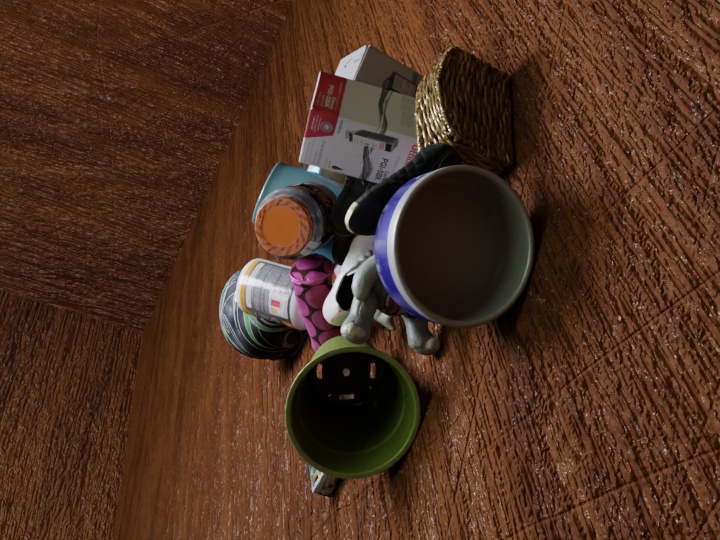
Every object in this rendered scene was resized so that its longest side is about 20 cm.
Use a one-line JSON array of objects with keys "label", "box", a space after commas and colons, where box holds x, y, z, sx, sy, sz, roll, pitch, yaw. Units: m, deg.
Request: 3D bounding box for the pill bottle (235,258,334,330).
[{"label": "pill bottle", "box": [-0.139, 0.052, 1.669, 0.197, 0.116, 0.118, 15, 84, 28]}]

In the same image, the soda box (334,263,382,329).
[{"label": "soda box", "box": [0.005, 0.021, 1.525, 0.069, 0.063, 0.201, -63, 23, 20]}]

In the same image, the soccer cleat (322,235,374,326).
[{"label": "soccer cleat", "box": [0.000, 0.000, 1.384, 0.202, 0.068, 0.085, -61, 8, -22]}]

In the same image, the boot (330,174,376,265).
[{"label": "boot", "box": [-0.002, -0.119, 1.503, 0.201, 0.077, 0.139, -55, -12, -27]}]

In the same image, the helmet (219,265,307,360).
[{"label": "helmet", "box": [-0.217, 0.090, 1.844, 0.200, 0.188, 0.202, -51, 29, 42]}]

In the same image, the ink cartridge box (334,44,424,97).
[{"label": "ink cartridge box", "box": [0.055, -0.297, 1.473, 0.089, 0.198, 0.145, -65, 20, -8]}]

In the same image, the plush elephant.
[{"label": "plush elephant", "box": [0.080, 0.008, 1.204, 0.154, 0.163, 0.203, -33, 45, 52]}]

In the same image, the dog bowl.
[{"label": "dog bowl", "box": [0.120, -0.030, 1.088, 0.079, 0.197, 0.203, 2, 73, 71]}]

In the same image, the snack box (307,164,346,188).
[{"label": "snack box", "box": [0.001, -0.200, 1.542, 0.037, 0.199, 0.118, 16, 86, 46]}]

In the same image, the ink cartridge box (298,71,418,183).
[{"label": "ink cartridge box", "box": [0.009, -0.225, 1.388, 0.147, 0.197, 0.084, 112, 171, -59]}]

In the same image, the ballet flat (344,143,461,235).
[{"label": "ballet flat", "box": [0.055, -0.107, 1.143, 0.199, 0.067, 0.057, -35, 33, -24]}]

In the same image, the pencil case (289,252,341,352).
[{"label": "pencil case", "box": [-0.066, 0.062, 1.508, 0.094, 0.090, 0.202, -51, -36, -35]}]

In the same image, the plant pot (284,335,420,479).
[{"label": "plant pot", "box": [-0.019, 0.185, 1.305, 0.190, 0.197, 0.203, -112, 45, -76]}]

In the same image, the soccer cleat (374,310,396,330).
[{"label": "soccer cleat", "box": [0.091, 0.007, 1.335, 0.200, 0.078, 0.069, -47, -10, 15]}]

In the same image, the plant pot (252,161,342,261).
[{"label": "plant pot", "box": [-0.105, -0.113, 1.661, 0.200, 0.186, 0.203, 24, -90, -89]}]

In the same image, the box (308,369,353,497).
[{"label": "box", "box": [-0.051, 0.273, 1.480, 0.138, 0.039, 0.201, -62, 22, 25]}]

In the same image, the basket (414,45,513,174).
[{"label": "basket", "box": [0.135, -0.217, 1.290, 0.149, 0.141, 0.203, -44, 33, 48]}]

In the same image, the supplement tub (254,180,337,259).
[{"label": "supplement tub", "box": [-0.109, -0.088, 1.469, 0.124, 0.121, 0.200, -65, -5, 15]}]
